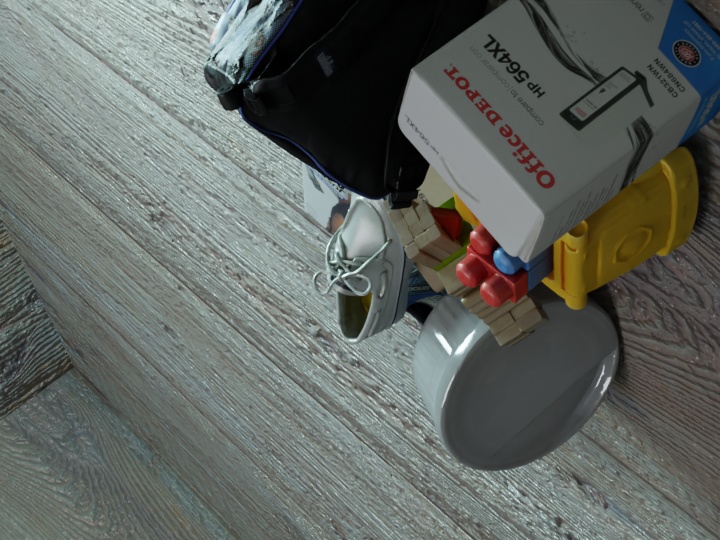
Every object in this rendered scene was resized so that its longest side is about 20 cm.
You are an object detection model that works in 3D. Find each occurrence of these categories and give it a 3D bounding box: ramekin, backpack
[{"bbox_3d":[0.141,0.086,1.667,0.094,0.202,0.203,50,164,46],"label":"ramekin"},{"bbox_3d":[-0.005,-0.175,1.305,0.200,0.191,0.154,31,-169,-42],"label":"backpack"}]

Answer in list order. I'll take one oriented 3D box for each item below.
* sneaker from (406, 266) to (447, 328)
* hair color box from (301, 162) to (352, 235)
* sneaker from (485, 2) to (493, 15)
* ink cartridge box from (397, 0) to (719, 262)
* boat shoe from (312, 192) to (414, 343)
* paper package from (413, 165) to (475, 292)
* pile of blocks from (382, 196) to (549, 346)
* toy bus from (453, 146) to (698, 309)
[{"bbox_3d":[0.105,0.055,1.760,0.199,0.086,0.077,29,151,-14],"label":"sneaker"},{"bbox_3d":[-0.004,-0.092,1.821,0.111,0.064,0.200,42,163,17],"label":"hair color box"},{"bbox_3d":[0.091,-0.270,1.364,0.075,0.086,0.201,-83,0,-46],"label":"sneaker"},{"bbox_3d":[0.148,-0.126,1.249,0.146,0.200,0.084,48,160,13],"label":"ink cartridge box"},{"bbox_3d":[-0.003,-0.002,1.632,0.075,0.086,0.203,40,149,25],"label":"boat shoe"},{"bbox_3d":[0.076,-0.101,1.589,0.200,0.103,0.191,52,155,-2],"label":"paper package"},{"bbox_3d":[0.101,-0.011,1.489,0.200,0.062,0.082,43,-158,-39],"label":"pile of blocks"},{"bbox_3d":[0.140,-0.065,1.395,0.200,0.192,0.136,44,161,30],"label":"toy bus"}]
